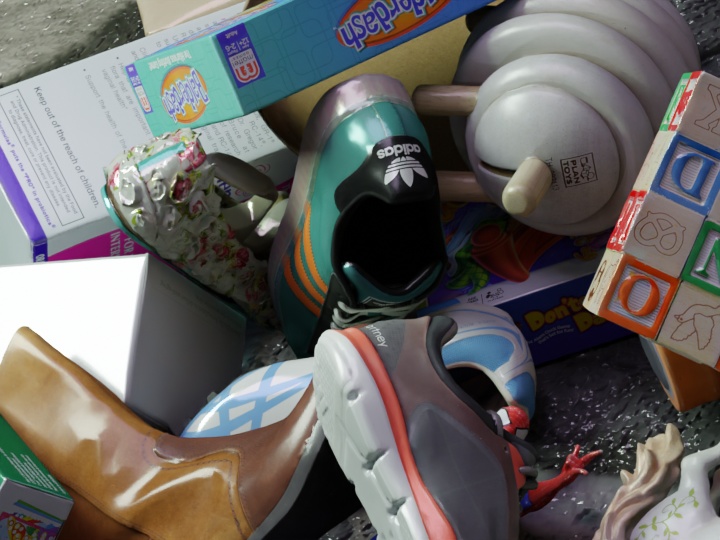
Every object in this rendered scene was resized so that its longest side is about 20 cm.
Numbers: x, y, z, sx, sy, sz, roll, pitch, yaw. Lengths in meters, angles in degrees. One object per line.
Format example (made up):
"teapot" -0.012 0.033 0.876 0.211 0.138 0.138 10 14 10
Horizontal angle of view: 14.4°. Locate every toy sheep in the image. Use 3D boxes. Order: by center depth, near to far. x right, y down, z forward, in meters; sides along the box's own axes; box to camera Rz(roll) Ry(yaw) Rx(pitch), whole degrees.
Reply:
"toy sheep" 0.102 -0.080 1.415 0.137 0.138 0.200 -5 33 26

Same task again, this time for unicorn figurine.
"unicorn figurine" 0.178 0.121 1.227 0.137 0.074 0.199 -44 20 -31

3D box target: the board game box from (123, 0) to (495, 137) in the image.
"board game box" -0.006 -0.129 1.436 0.199 0.045 0.152 -26 8 -19

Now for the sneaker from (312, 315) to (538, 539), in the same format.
"sneaker" 0.050 0.107 1.232 0.081 0.201 0.077 -19 -8 -19

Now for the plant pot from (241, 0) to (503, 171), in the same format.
"plant pot" 0.033 -0.112 1.531 0.198 0.028 0.201 2 53 -2

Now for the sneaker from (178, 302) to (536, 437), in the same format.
"sneaker" -0.008 0.079 1.397 0.199 0.072 0.073 -24 40 5

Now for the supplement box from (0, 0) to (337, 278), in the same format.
"supplement box" -0.109 -0.061 1.568 0.199 0.101 0.104 -23 63 -17

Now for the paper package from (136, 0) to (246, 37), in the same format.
"paper package" -0.041 -0.182 1.758 0.199 0.104 0.191 -24 33 0

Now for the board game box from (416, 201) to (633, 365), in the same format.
"board game box" 0.125 -0.021 1.477 0.199 0.045 0.135 -19 33 8

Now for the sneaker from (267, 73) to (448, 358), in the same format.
"sneaker" 0.000 0.000 1.409 0.071 0.201 0.080 -11 51 -15

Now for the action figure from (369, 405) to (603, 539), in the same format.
"action figure" 0.034 0.121 1.289 0.200 0.065 0.099 -51 3 -37

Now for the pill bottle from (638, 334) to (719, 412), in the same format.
"pill bottle" 0.224 -0.004 1.334 0.199 0.107 0.106 -24 32 -1

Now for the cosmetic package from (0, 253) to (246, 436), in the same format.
"cosmetic package" -0.171 0.052 1.482 0.199 0.108 0.085 -5 68 26

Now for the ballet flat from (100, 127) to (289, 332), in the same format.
"ballet flat" -0.062 -0.019 1.465 0.064 0.200 0.076 -36 64 9

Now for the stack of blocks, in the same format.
"stack of blocks" 0.212 0.005 1.252 0.059 0.199 0.116 -118 52 -87

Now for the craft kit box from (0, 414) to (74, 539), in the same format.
"craft kit box" -0.232 0.147 1.366 0.200 0.048 0.198 38 105 54

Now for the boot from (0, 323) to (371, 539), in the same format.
"boot" -0.088 0.078 1.354 0.199 0.068 0.189 29 101 32
